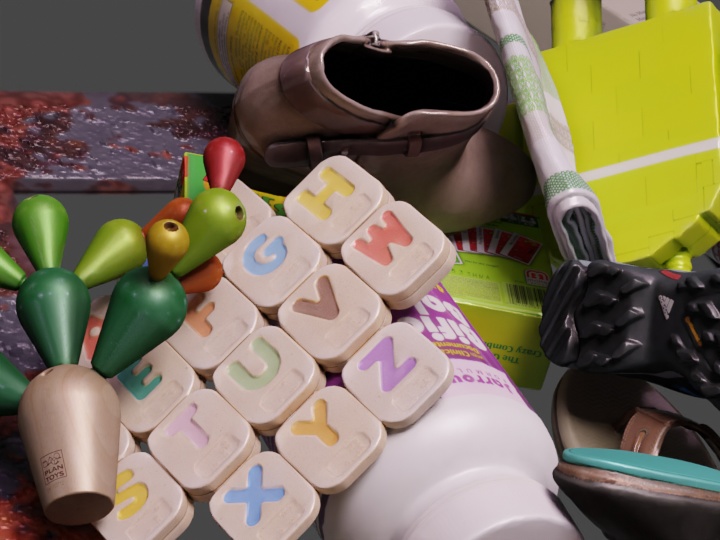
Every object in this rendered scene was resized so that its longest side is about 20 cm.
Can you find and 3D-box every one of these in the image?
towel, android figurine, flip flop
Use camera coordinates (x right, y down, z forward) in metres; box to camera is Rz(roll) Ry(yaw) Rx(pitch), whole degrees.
[{"bbox_3d":[0.101,-0.077,1.236,0.030,0.149,0.201,-17,57,5],"label":"towel"},{"bbox_3d":[0.152,-0.074,1.315,0.041,0.181,0.202,33,48,-52],"label":"android figurine"},{"bbox_3d":[0.154,0.106,1.120,0.080,0.058,0.200,3,34,-20],"label":"flip flop"}]

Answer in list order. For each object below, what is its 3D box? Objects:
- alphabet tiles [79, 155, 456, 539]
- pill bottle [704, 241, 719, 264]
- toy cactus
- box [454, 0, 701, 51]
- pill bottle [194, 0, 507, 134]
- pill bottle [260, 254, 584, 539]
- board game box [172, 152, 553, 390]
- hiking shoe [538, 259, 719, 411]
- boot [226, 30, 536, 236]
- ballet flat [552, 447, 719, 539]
[{"bbox_3d":[-0.053,0.037,1.044,0.200,0.015,0.195,-44,44,-5],"label":"alphabet tiles"},{"bbox_3d":[0.239,-0.049,1.347,0.112,0.114,0.200,-15,44,-40],"label":"pill bottle"},{"bbox_3d":[-0.134,0.028,1.039,0.199,0.102,0.166,-18,57,9],"label":"toy cactus"},{"bbox_3d":[0.123,-0.185,1.548,0.200,0.069,0.082,37,37,29],"label":"box"},{"bbox_3d":[-0.006,-0.123,1.320,0.113,0.115,0.200,-3,25,-28],"label":"pill bottle"},{"bbox_3d":[0.021,0.078,1.054,0.111,0.113,0.200,-3,36,-28],"label":"pill bottle"},{"bbox_3d":[0.000,0.000,1.227,0.198,0.048,0.102,10,31,-10],"label":"board game box"},{"bbox_3d":[0.183,0.031,1.120,0.199,0.075,0.086,18,9,43],"label":"hiking shoe"},{"bbox_3d":[0.029,-0.068,1.150,0.199,0.146,0.071,0,74,-26],"label":"boot"},{"bbox_3d":[0.163,0.112,1.027,0.199,0.069,0.068,2,7,-38],"label":"ballet flat"}]
